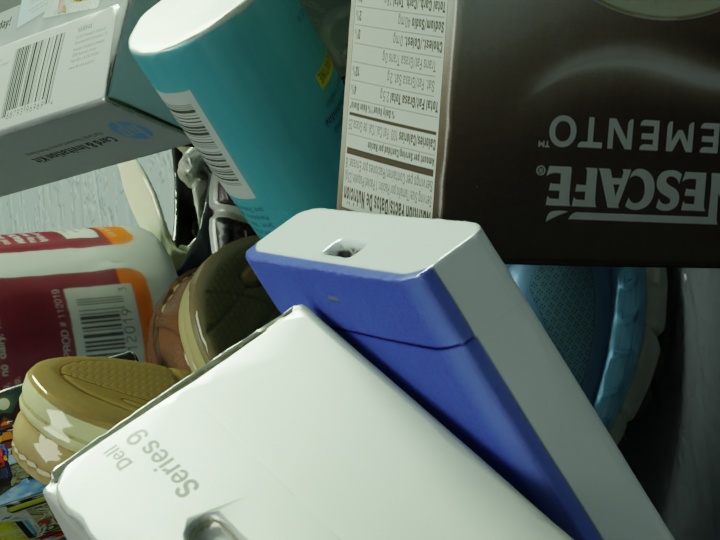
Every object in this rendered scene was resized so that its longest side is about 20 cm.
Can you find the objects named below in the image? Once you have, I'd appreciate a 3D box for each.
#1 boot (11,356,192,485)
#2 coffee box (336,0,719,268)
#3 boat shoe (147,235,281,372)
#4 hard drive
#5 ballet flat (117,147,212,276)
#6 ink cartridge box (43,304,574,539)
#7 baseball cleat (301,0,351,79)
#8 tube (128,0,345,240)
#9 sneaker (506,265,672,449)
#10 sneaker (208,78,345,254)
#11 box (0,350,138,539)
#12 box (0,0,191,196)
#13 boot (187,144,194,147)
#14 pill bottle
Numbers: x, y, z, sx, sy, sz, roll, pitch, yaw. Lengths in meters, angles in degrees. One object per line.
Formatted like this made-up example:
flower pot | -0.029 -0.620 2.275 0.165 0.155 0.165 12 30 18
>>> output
boot | -0.038 0.119 0.809 0.156 0.200 0.073 -59 35 10
coffee box | 0.064 -0.104 0.734 0.080 0.114 0.201 -159 72 -68
boat shoe | -0.011 0.088 0.916 0.068 0.072 0.201 -27 87 54
hard drive | 0.050 0.075 0.713 0.200 0.025 0.132 58 165 -13
ballet flat | -0.069 -0.066 1.172 0.073 0.073 0.201 121 146 -54
ink cartridge box | 0.018 0.129 0.705 0.145 0.087 0.200 38 159 50
baseball cleat | 0.007 -0.150 0.949 0.200 0.070 0.107 -59 15 17
tube | 0.000 0.000 0.861 0.200 0.050 0.078 59 -167 -25
sneaker | 0.033 -0.029 0.832 0.078 0.090 0.201 -17 73 60
sneaker | -0.017 -0.072 1.041 0.115 0.075 0.201 -175 96 -77
box | -0.126 0.088 0.981 0.200 0.136 0.038 82 171 -74
box | -0.089 -0.130 0.963 0.156 0.041 0.201 -12 62 53
boot | -0.077 -0.134 1.053 0.200 0.072 0.155 -120 47 -71
pill bottle | -0.173 0.045 1.093 0.114 0.199 0.115 176 90 -68
